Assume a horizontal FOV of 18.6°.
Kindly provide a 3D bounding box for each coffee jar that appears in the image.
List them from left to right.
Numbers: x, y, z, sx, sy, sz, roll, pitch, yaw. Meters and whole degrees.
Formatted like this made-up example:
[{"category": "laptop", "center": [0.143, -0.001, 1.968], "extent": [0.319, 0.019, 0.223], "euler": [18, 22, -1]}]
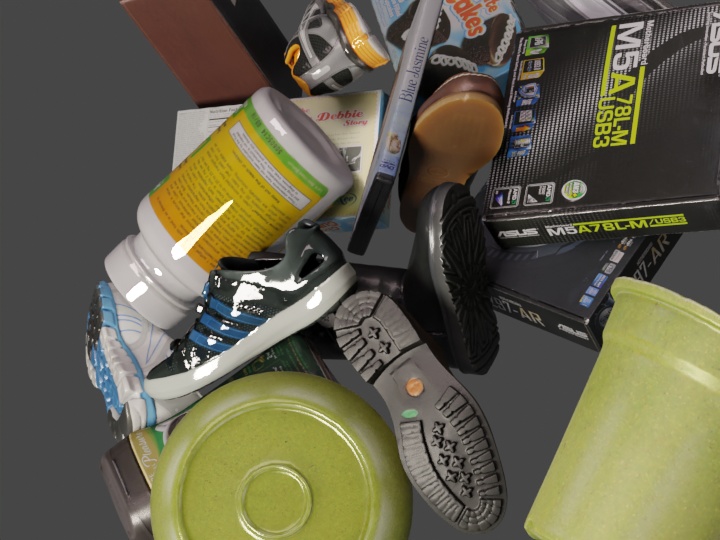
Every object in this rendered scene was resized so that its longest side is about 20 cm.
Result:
[{"category": "coffee jar", "center": [-0.102, 0.141, 1.711], "extent": [0.200, 0.085, 0.104], "euler": [-31, 46, 1]}]

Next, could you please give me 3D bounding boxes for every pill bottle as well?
[{"category": "pill bottle", "center": [-0.113, -0.047, 1.809], "extent": [0.200, 0.111, 0.111], "euler": [-42, 46, 12]}]

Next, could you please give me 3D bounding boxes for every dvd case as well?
[{"category": "dvd case", "center": [0.030, -0.126, 1.766], "extent": [0.018, 0.143, 0.200], "euler": [16, 65, -3]}]

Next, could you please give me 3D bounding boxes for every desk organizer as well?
[{"category": "desk organizer", "center": [-0.127, -0.205, 1.917], "extent": [0.077, 0.200, 0.072], "euler": [-12, 51, 21]}]

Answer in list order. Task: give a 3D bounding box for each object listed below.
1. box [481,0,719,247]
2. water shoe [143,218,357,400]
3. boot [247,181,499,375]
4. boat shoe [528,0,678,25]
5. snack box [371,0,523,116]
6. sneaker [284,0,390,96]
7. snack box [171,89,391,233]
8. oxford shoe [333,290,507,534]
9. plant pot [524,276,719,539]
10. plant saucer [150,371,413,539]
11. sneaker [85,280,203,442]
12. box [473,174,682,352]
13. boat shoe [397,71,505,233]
[{"category": "box", "center": [0.204, -0.115, 1.721], "extent": [0.193, 0.048, 0.200], "euler": [-6, 53, 27]}, {"category": "water shoe", "center": [-0.095, 0.028, 1.702], "extent": [0.200, 0.079, 0.072], "euler": [-30, 4, 20]}, {"category": "boot", "center": [0.000, 0.001, 1.724], "extent": [0.200, 0.165, 0.066], "euler": [7, 30, 32]}, {"category": "boat shoe", "center": [0.204, -0.232, 1.867], "extent": [0.071, 0.072, 0.200], "euler": [-36, 56, -14]}, {"category": "snack box", "center": [0.080, -0.214, 1.917], "extent": [0.116, 0.037, 0.200], "euler": [-26, 47, 9]}, {"category": "sneaker", "center": [-0.031, -0.193, 1.896], "extent": [0.077, 0.078, 0.200], "euler": [-37, 9, 1]}, {"category": "snack box", "center": [-0.068, -0.088, 1.886], "extent": [0.200, 0.037, 0.116], "euler": [-4, 71, 25]}, {"category": "oxford shoe", "center": [0.057, 0.104, 1.648], "extent": [0.073, 0.084, 0.200], "euler": [-29, 80, 11]}, {"category": "plant pot", "center": [0.213, 0.134, 1.502], "extent": [0.200, 0.200, 0.184], "euler": [26, 81, 39]}, {"category": "plant saucer", "center": [-0.061, 0.173, 1.634], "extent": [0.200, 0.031, 0.200], "euler": [-1, 81, 7]}, {"category": "sneaker", "center": [-0.176, 0.077, 1.824], "extent": [0.087, 0.075, 0.200], "euler": [-1, 34, -19]}, {"category": "box", "center": [0.175, -0.047, 1.744], "extent": [0.160, 0.044, 0.200], "euler": [23, 68, 37]}, {"category": "boat shoe", "center": [0.069, -0.105, 1.745], "extent": [0.070, 0.200, 0.070], "euler": [15, 60, -7]}]
